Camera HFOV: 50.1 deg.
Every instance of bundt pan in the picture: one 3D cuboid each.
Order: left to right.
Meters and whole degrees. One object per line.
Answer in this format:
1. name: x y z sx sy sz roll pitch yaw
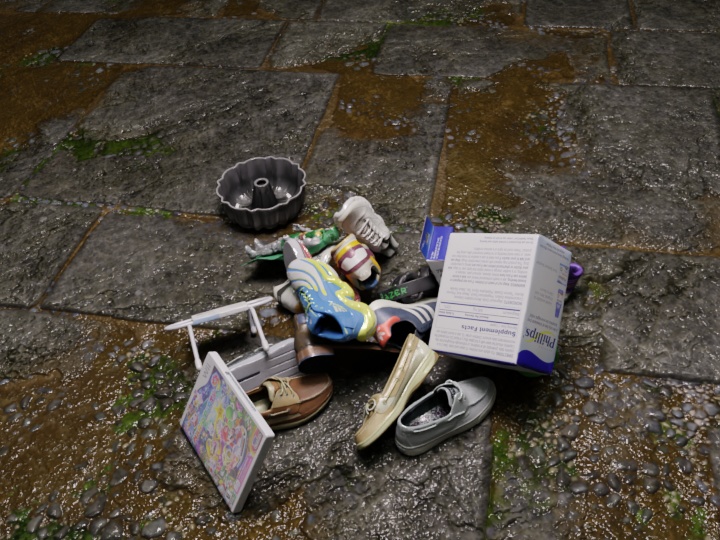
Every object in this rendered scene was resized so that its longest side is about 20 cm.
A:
1. bundt pan: -0.211 -0.160 1.669 0.196 0.077 0.204 -2 42 2

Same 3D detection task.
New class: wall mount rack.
1. wall mount rack: -0.233 0.107 1.326 0.195 0.076 0.173 -16 7 -13

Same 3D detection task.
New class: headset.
1. headset: 0.108 0.015 1.412 0.122 0.096 0.198 -20 -6 36

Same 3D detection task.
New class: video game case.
1. video game case: -0.209 0.243 1.177 0.018 0.146 0.200 6 27 -42

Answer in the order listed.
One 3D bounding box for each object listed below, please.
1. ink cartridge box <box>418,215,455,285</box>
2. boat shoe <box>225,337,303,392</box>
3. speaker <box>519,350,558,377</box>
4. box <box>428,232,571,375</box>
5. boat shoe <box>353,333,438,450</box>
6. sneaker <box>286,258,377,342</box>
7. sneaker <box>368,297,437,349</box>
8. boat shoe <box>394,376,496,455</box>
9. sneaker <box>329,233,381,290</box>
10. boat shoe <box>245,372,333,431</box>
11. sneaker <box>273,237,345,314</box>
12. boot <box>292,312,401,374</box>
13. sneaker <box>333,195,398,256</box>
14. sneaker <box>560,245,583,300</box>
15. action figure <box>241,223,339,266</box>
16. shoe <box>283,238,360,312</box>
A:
1. ink cartridge box: 0.167 0.003 1.362 0.038 0.202 0.100 -17 33 27
2. boat shoe: -0.158 0.154 1.313 0.196 0.074 0.071 -14 18 -27
3. speaker: 0.276 0.086 1.342 0.086 0.090 0.202 -9 41 -5
4. box: 0.224 0.050 1.246 0.182 0.104 0.205 4 79 48
5. boat shoe: 0.046 0.193 1.221 0.063 0.073 0.201 39 71 3
6. sneaker: -0.066 0.048 1.260 0.198 0.077 0.104 34 26 26
7. sneaker: 0.098 0.101 1.327 0.196 0.076 0.085 -2 44 -33
8. boat shoe: 0.139 0.216 1.217 0.198 0.073 0.070 -27 46 -24
9. sneaker: 0.000 0.000 1.427 0.074 0.200 0.091 -37 77 6
10. boat shoe: -0.135 0.212 1.244 0.197 0.075 0.076 -24 45 -21
11. sneaker: -0.097 -0.003 1.483 0.086 0.077 0.201 17 45 22
12. boot: -0.024 0.116 1.303 0.196 0.075 0.098 3 48 -30
13. sneaker: 0.016 -0.082 1.494 0.075 0.199 0.081 -47 61 9
14. sneaker: 0.327 -0.019 1.386 0.197 0.084 0.081 23 22 -38
15. action figure: -0.127 -0.055 1.498 0.195 0.056 0.118 -11 19 22
16. shoe: -0.065 0.029 1.386 0.090 0.204 0.071 -23 -1 -27
